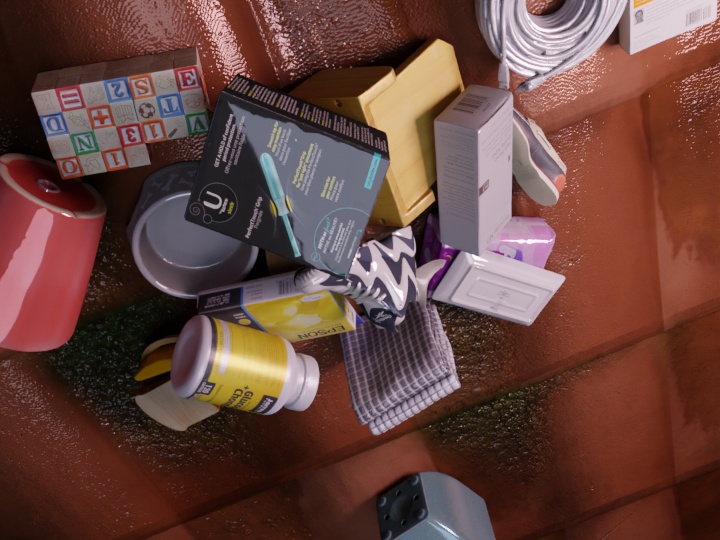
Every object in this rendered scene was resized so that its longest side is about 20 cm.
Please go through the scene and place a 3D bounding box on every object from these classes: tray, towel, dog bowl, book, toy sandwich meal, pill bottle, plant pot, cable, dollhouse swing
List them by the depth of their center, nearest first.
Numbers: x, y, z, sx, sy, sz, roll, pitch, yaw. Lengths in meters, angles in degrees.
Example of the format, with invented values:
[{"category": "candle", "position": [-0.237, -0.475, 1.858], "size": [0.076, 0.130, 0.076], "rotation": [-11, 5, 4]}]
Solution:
[{"category": "cable", "position": [0.239, -0.347, 0.954], "size": [0.195, 0.070, 0.203], "rotation": [-21, 127, 1]}, {"category": "plant pot", "position": [-0.419, -0.032, 0.955], "size": [0.197, 0.201, 0.180], "rotation": [23, 109, -28]}, {"category": "book", "position": [0.393, -0.396, 0.972], "size": [0.130, 0.049, 0.203], "rotation": [-21, 129, -1]}, {"category": "dollhouse swing", "position": [0.029, -0.197, 1.033], "size": [0.178, 0.177, 0.203], "rotation": [8, 139, 34]}, {"category": "dog bowl", "position": [-0.229, -0.047, 1.064], "size": [0.194, 0.059, 0.204], "rotation": [-6, 127, -8]}, {"category": "pill bottle", "position": [-0.160, 0.140, 1.081], "size": [0.196, 0.113, 0.113], "rotation": [19, 120, -32]}, {"category": "tray", "position": [0.213, 0.031, 1.160], "size": [0.195, 0.022, 0.109], "rotation": [15, 124, -25]}, {"category": "towel", "position": [0.053, 0.128, 1.173], "size": [0.164, 0.202, 0.086], "rotation": [-35, 127, 16]}, {"category": "toy sandwich meal", "position": [-0.260, 0.175, 1.181], "size": [0.199, 0.072, 0.208], "rotation": [5, 140, 4]}, {"category": "plant pot", "position": [0.135, 0.514, 1.489], "size": [0.194, 0.198, 0.201], "rotation": [-35, 118, 14]}]

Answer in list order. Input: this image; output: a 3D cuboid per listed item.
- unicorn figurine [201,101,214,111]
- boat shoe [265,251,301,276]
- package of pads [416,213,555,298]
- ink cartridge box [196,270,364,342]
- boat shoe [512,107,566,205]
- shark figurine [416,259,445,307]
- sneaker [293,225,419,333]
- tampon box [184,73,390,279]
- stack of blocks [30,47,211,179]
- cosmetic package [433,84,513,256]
[{"category": "unicorn figurine", "position": [-0.114, -0.127, 0.981], "size": [0.194, 0.074, 0.141], "rotation": [12, 107, -9]}, {"category": "boat shoe", "position": [-0.104, -0.086, 1.064], "size": [0.069, 0.070, 0.205], "rotation": [7, 116, 12]}, {"category": "package of pads", "position": [0.192, -0.022, 1.175], "size": [0.194, 0.076, 0.123], "rotation": [1, 124, -14]}, {"category": "ink cartridge box", "position": [-0.110, 0.072, 1.123], "size": [0.192, 0.048, 0.201], "rotation": [-13, 147, 13]}, {"category": "boat shoe", "position": [0.233, -0.178, 1.082], "size": [0.200, 0.070, 0.063], "rotation": [44, 65, -32]}, {"category": "shark figurine", "position": [0.008, -0.009, 1.125], "size": [0.210, 0.091, 0.128], "rotation": [-8, 143, 33]}, {"category": "sneaker", "position": [0.008, 0.030, 1.007], "size": [0.197, 0.078, 0.133], "rotation": [-23, 98, -45]}, {"category": "tampon box", "position": [-0.081, -0.111, 0.879], "size": [0.195, 0.127, 0.153], "rotation": [20, 110, -8]}, {"category": "stack of blocks", "position": [-0.285, -0.194, 0.941], "size": [0.194, 0.059, 0.117], "rotation": [-11, 128, -6]}, {"category": "cosmetic package", "position": [0.155, -0.133, 1.032], "size": [0.102, 0.073, 0.204], "rotation": [-46, 141, -34]}]
